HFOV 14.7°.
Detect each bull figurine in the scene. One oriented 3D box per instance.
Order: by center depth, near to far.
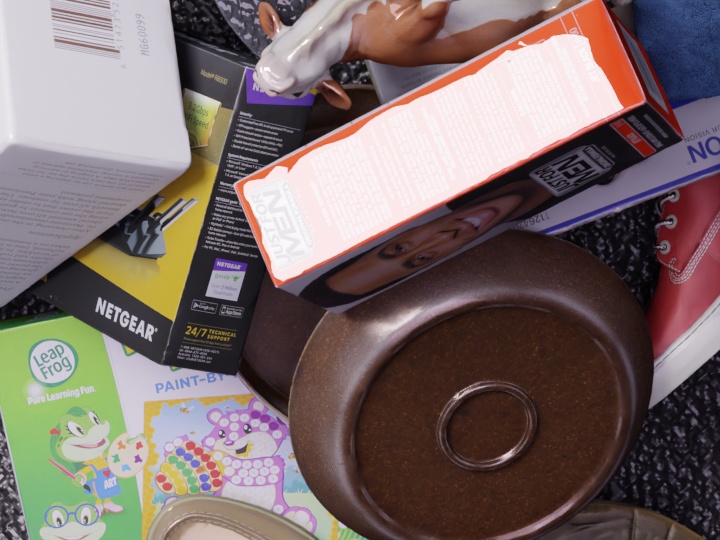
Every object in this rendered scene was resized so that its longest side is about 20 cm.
[{"bbox_3d":[0.043,-0.131,1.341,0.199,0.121,0.066,-12,78,-22],"label":"bull figurine"}]

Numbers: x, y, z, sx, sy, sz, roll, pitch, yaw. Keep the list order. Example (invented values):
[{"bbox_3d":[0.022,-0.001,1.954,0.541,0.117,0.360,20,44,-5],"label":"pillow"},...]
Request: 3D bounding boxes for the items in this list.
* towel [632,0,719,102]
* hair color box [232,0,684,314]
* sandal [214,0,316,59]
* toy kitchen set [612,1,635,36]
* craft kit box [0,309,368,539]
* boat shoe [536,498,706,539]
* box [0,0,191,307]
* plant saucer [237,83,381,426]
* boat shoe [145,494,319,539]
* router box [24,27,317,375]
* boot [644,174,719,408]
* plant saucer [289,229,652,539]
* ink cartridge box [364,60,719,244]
[{"bbox_3d":[0.186,-0.178,1.376,0.111,0.049,0.201,-16,129,-12],"label":"towel"},{"bbox_3d":[0.049,-0.053,1.355,0.199,0.101,0.062,-26,75,13],"label":"hair color box"},{"bbox_3d":[-0.063,-0.191,1.383,0.075,0.045,0.201,-31,99,3],"label":"sandal"},{"bbox_3d":[0.123,-0.231,1.462,0.199,0.181,0.164,-27,131,3],"label":"toy kitchen set"},{"bbox_3d":[-0.094,0.108,1.564,0.199,0.049,0.199,-12,95,2],"label":"craft kit box"},{"bbox_3d":[0.120,0.159,1.567,0.199,0.063,0.074,14,93,-8],"label":"boat shoe"},{"bbox_3d":[-0.189,-0.089,1.430,0.106,0.200,0.153,7,65,-36],"label":"box"},{"bbox_3d":[0.000,0.000,1.518,0.199,0.034,0.202,5,78,-22],"label":"plant saucer"},{"bbox_3d":[-0.030,0.192,1.520,0.200,0.065,0.072,37,96,-4],"label":"boat shoe"},{"bbox_3d":[-0.118,-0.050,1.471,0.052,0.200,0.158,10,99,-40],"label":"router box"},{"bbox_3d":[0.167,-0.035,1.530,0.144,0.072,0.200,38,88,-4],"label":"boot"},{"bbox_3d":[0.063,0.074,1.464,0.199,0.035,0.201,-6,121,-10],"label":"plant saucer"},{"bbox_3d":[0.105,-0.115,1.492,0.196,0.047,0.201,-20,73,2],"label":"ink cartridge box"}]
